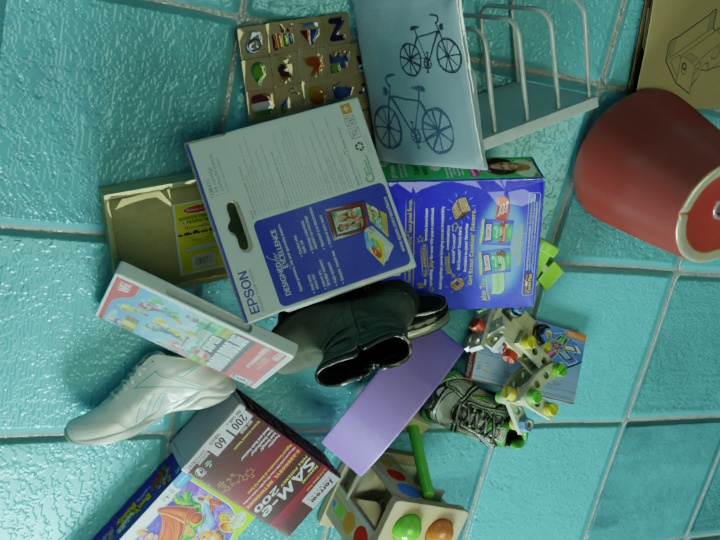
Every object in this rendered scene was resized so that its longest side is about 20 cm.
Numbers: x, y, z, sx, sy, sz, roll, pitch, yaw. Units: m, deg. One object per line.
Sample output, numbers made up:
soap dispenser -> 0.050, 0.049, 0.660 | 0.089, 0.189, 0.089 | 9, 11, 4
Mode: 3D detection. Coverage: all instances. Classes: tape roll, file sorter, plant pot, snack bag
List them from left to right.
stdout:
tape roll -> 0.039, 0.152, 1.168 | 0.066, 0.200, 0.200 | 39, 92, 6
snack bag -> 0.058, -0.206, 1.001 | 0.021, 0.188, 0.201 | -20, 108, -29
file sorter -> 0.142, -0.224, 1.072 | 0.199, 0.139, 0.125 | -23, 117, -25
plant pot -> 0.407, -0.114, 1.235 | 0.199, 0.177, 0.202 | -13, 124, -21

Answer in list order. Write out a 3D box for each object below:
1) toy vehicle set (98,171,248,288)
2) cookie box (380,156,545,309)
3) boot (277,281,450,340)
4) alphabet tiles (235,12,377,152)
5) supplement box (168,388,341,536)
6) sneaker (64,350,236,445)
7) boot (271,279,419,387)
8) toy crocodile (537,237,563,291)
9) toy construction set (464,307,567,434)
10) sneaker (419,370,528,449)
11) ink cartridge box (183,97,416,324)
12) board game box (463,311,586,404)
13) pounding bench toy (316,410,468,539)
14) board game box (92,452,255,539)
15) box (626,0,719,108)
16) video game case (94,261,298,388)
toy vehicle set -> -0.181, -0.046, 1.063 | 0.199, 0.027, 0.125 | -12, 117, -23
cookie box -> 0.110, -0.044, 1.149 | 0.198, 0.075, 0.172 | -2, 115, -4
boot -> -0.001, 0.001, 1.087 | 0.202, 0.074, 0.155 | -2, 112, 5
alphabet tiles -> -0.035, -0.198, 1.067 | 0.199, 0.008, 0.168 | -15, 110, -25
supplement box -> -0.129, 0.240, 1.201 | 0.109, 0.061, 0.200 | -48, 126, -1
sneaker -> -0.246, 0.137, 1.097 | 0.199, 0.070, 0.081 | -22, 106, -21
boot -> -0.031, 0.080, 1.015 | 0.199, 0.131, 0.068 | -24, 108, 21
toy crocodile -> 0.192, -0.029, 1.251 | 0.199, 0.062, 0.068 | 25, 100, -29
toy construction set -> 0.196, 0.110, 1.254 | 0.200, 0.092, 0.131 | 51, 61, -35
sneaker -> 0.161, 0.194, 1.303 | 0.199, 0.085, 0.078 | 20, 99, -41
ink cartridge box -> -0.064, -0.065, 1.015 | 0.199, 0.047, 0.199 | -18, 87, -16
board game box -> 0.233, 0.119, 1.338 | 0.199, 0.019, 0.104 | 17, 83, -32
pounding bench toy -> 0.059, 0.298, 1.267 | 0.124, 0.156, 0.201 | 16, 104, -32
board game box -> -0.247, 0.340, 1.194 | 0.200, 0.045, 0.134 | -48, 125, -1
box -> 0.449, -0.295, 1.280 | 0.199, 0.021, 0.165 | -8, 116, -25
video game case -> -0.178, 0.063, 1.021 | 0.199, 0.143, 0.018 | 27, 62, -13
